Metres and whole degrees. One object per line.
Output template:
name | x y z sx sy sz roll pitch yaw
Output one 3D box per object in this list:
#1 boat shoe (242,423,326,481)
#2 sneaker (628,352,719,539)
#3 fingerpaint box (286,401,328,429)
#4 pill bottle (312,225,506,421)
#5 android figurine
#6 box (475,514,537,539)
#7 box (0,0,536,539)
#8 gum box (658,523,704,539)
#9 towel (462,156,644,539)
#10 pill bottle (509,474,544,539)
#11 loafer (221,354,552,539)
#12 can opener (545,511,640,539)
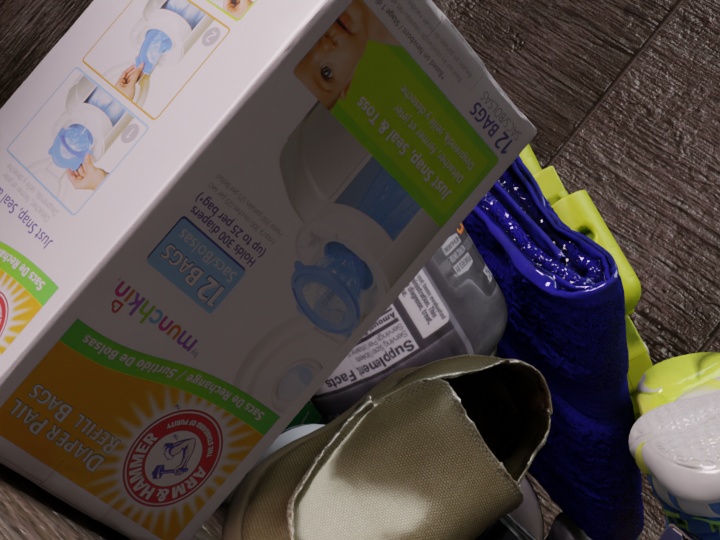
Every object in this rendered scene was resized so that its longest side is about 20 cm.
boat shoe | -0.019 0.102 0.766 0.068 0.072 0.200 41 -4 26
sneaker | 0.170 0.103 0.797 0.200 0.075 0.106 -41 118 -77
fingerpaint box | 0.040 0.077 1.209 0.167 0.201 0.073 41 -17 -35
pill bottle | 0.000 0.000 0.828 0.201 0.106 0.106 59 -5 -8
android figurine | 0.119 0.016 0.989 0.201 0.041 0.182 63 -7 12
box | 0.099 0.187 0.683 0.200 0.086 0.164 40 -1 -8
box | -0.057 -0.020 0.593 0.101 0.200 0.112 38 -4 46
gum box | 0.225 0.194 0.728 0.200 0.045 0.170 31 5 -42
towel | 0.093 0.042 0.915 0.148 0.049 0.201 -125 -164 -48
pill bottle | 0.056 0.153 1.050 0.106 0.106 0.200 39 -2 7
loafer | 0.015 0.077 0.639 0.076 0.067 0.200 54 31 -7
can opener | 0.130 0.205 1.035 0.200 0.053 0.067 95 -17 -60
